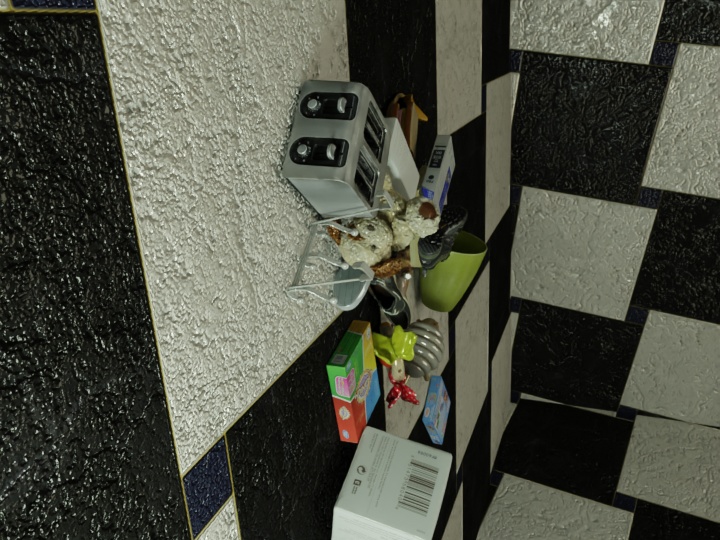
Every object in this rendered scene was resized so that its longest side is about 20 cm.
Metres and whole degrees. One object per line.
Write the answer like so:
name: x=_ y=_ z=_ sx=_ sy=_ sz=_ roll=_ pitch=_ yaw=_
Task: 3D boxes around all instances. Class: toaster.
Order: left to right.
toaster: x=-0.035 y=-0.192 z=1.091 sx=0.200 sy=0.117 sz=0.183 roll=47 pitch=52 yaw=-63

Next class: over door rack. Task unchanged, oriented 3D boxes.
over door rack: x=-0.026 y=-0.028 z=1.044 sx=0.066 sy=0.199 sz=0.149 roll=35 pitch=56 yaw=-31

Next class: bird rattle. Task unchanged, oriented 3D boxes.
bird rattle: x=0.083 y=0.207 z=1.480 sx=0.163 sy=0.111 sz=0.202 roll=-111 pitch=-176 yaw=-61

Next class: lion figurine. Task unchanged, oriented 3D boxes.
lion figurine: x=0.099 y=0.038 z=1.576 sx=0.123 sy=0.072 sz=0.202 roll=-54 pitch=158 yaw=-75

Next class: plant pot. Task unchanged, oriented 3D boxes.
plant pot: x=0.236 y=0.006 z=1.794 sx=0.187 sy=0.185 sz=0.202 roll=-41 pitch=147 yaw=-61

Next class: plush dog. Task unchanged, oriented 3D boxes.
plush dog: x=0.027 y=-0.078 z=1.219 sx=0.172 sy=0.199 sz=0.161 roll=-49 pitch=169 yaw=-21

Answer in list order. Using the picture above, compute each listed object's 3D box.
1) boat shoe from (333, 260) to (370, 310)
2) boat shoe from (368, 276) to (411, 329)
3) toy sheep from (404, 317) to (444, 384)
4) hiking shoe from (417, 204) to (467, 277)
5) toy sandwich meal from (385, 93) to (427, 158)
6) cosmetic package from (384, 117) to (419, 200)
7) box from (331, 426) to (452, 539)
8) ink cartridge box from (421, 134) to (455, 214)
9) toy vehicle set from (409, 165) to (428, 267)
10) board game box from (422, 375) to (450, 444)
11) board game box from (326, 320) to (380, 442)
boat shoe: x=0.000 y=0.000 z=1.279 sx=0.067 sy=0.073 sz=0.202 roll=63 pitch=37 yaw=-52
boat shoe: x=0.063 y=0.072 z=1.460 sx=0.068 sy=0.071 sz=0.201 roll=-74 pitch=149 yaw=-42
toy sheep: x=0.150 y=0.208 z=1.645 sx=0.201 sy=0.136 sz=0.138 roll=-66 pitch=152 yaw=-28
hiking shoe: x=0.186 y=-0.075 z=1.504 sx=0.200 sy=0.075 sz=0.101 roll=-47 pitch=154 yaw=-37
toy sandwich meal: x=0.111 y=-0.322 z=1.509 sx=0.205 sy=0.069 sz=0.208 roll=5 pitch=90 yaw=-69
cosmetic package: x=0.041 y=-0.214 z=1.295 sx=0.200 sy=0.112 sz=0.082 roll=56 pitch=44 yaw=-60
box: x=0.063 y=0.470 z=1.322 sx=0.172 sy=0.198 sz=0.200 roll=95 pitch=15 yaw=-44
ink cartridge box: x=0.174 y=-0.202 z=1.466 sx=0.100 sy=0.039 sz=0.202 roll=71 pitch=31 yaw=-52
toy vehicle set: x=0.143 y=-0.125 z=1.502 sx=0.125 sy=0.026 sz=0.202 roll=-57 pitch=148 yaw=-51
board game box: x=0.246 y=0.449 z=2.065 sx=0.201 sy=0.036 sz=0.153 roll=64 pitch=36 yaw=-52
board game box: x=-0.011 y=0.230 z=1.344 sx=0.153 sy=0.040 sz=0.202 roll=-57 pitch=145 yaw=-51
